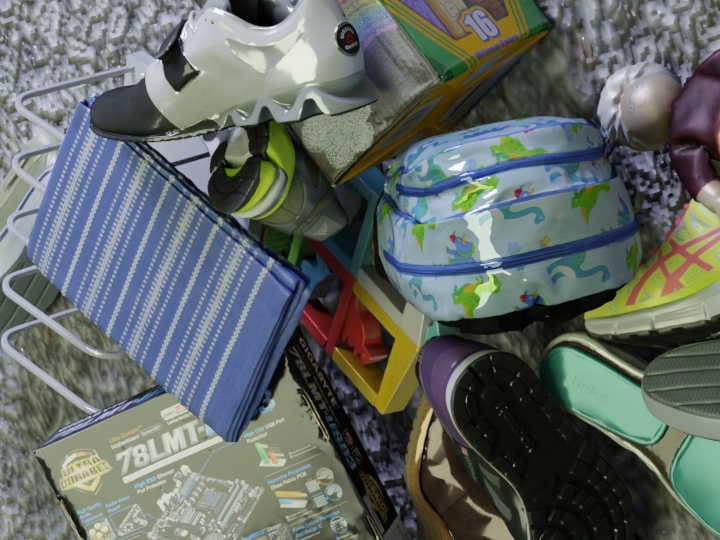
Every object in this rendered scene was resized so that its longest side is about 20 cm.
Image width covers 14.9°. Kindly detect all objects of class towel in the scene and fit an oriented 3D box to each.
[{"bbox_3d":[-0.123,-0.001,1.728,0.200,0.024,0.145,41,130,20],"label":"towel"}]

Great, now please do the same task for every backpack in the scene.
[{"bbox_3d":[0.087,-0.026,1.582,0.163,0.200,0.154,-6,111,1],"label":"backpack"}]

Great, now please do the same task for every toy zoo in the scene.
[{"bbox_3d":[0.000,0.000,1.774,0.200,0.020,0.131,48,135,37],"label":"toy zoo"}]

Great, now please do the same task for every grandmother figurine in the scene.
[{"bbox_3d":[0.215,-0.088,1.558,0.200,0.121,0.061,10,156,48],"label":"grandmother figurine"}]

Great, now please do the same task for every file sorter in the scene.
[{"bbox_3d":[-0.160,-0.020,1.854,0.139,0.124,0.200,33,128,37],"label":"file sorter"}]

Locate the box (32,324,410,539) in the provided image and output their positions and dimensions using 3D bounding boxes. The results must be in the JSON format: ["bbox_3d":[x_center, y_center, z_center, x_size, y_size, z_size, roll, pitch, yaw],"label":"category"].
[{"bbox_3d":[-0.084,0.162,1.798,0.200,0.050,0.199,-25,97,21],"label":"box"}]

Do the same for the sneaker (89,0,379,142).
[{"bbox_3d":[-0.083,-0.127,1.632,0.200,0.074,0.089,-8,103,33],"label":"sneaker"}]

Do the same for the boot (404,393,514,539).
[{"bbox_3d":[0.115,0.162,1.778,0.166,0.072,0.201,10,114,22],"label":"boot"}]

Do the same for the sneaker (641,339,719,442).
[{"bbox_3d":[0.259,0.091,1.593,0.199,0.073,0.071,8,136,27],"label":"sneaker"}]

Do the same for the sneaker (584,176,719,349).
[{"bbox_3d":[0.208,-0.006,1.619,0.200,0.078,0.091,-20,70,48],"label":"sneaker"}]

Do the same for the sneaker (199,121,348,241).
[{"bbox_3d":[-0.052,-0.078,1.736,0.081,0.200,0.074,34,116,-23],"label":"sneaker"}]

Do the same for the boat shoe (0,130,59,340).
[{"bbox_3d":[-0.245,-0.021,1.986,0.200,0.072,0.062,-50,51,37],"label":"boat shoe"}]

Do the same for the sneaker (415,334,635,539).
[{"bbox_3d":[0.102,0.118,1.710,0.200,0.076,0.088,60,166,-25],"label":"sneaker"}]

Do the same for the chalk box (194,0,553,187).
[{"bbox_3d":[-0.007,-0.177,1.677,0.200,0.124,0.124,55,133,8],"label":"chalk box"}]

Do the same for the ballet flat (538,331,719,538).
[{"bbox_3d":[0.199,0.099,1.669,0.200,0.069,0.070,37,128,16],"label":"ballet flat"}]
